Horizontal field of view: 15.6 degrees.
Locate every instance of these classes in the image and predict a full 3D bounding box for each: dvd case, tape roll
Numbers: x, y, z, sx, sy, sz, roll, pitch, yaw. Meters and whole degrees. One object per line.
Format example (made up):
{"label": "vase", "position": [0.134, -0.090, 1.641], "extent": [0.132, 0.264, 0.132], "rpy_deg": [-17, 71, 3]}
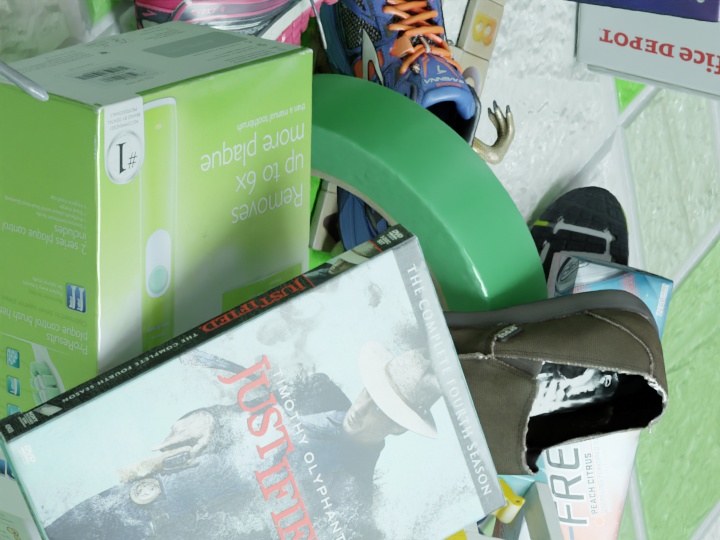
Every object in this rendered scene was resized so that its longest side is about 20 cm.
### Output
{"label": "dvd case", "position": [-0.043, 0.086, 1.144], "extent": [0.199, 0.022, 0.147], "rpy_deg": [-26, 116, -15]}
{"label": "tape roll", "position": [0.000, 0.000, 1.323], "extent": [0.048, 0.199, 0.202], "rpy_deg": [-40, 134, -38]}

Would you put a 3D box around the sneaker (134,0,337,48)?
{"label": "sneaker", "position": [-0.035, -0.167, 1.310], "extent": [0.200, 0.080, 0.075], "rpy_deg": [-52, 139, -29]}

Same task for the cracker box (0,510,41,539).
{"label": "cracker box", "position": [-0.140, 0.074, 1.278], "extent": [0.134, 0.057, 0.201], "rpy_deg": [-49, 139, -33]}

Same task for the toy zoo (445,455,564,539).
{"label": "toy zoo", "position": [0.042, 0.102, 1.418], "extent": [0.130, 0.201, 0.021], "rpy_deg": [16, 127, -23]}

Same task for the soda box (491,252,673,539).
{"label": "soda box", "position": [0.132, 0.094, 1.594], "extent": [0.068, 0.063, 0.202], "rpy_deg": [-156, -103, -79]}

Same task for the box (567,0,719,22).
{"label": "box", "position": [0.142, -0.220, 1.435], "extent": [0.104, 0.199, 0.149], "rpy_deg": [-12, 109, -54]}

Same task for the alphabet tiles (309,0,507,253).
{"label": "alphabet tiles", "position": [0.023, -0.103, 1.492], "extent": [0.167, 0.008, 0.202], "rpy_deg": [13, 92, -57]}

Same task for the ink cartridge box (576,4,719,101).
{"label": "ink cartridge box", "position": [0.216, -0.215, 1.605], "extent": [0.083, 0.146, 0.202], "rpy_deg": [-29, 127, -50]}

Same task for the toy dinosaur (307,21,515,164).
{"label": "toy dinosaur", "position": [0.034, -0.059, 1.439], "extent": [0.101, 0.058, 0.201], "rpy_deg": [-42, 103, -32]}

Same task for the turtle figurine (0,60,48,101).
{"label": "turtle figurine", "position": [-0.233, -0.067, 0.976], "extent": [0.193, 0.144, 0.201], "rpy_deg": [0, 61, -38]}

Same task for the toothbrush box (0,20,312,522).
{"label": "toothbrush box", "position": [-0.098, 0.002, 1.183], "extent": [0.145, 0.086, 0.202], "rpy_deg": [-20, 119, -49]}

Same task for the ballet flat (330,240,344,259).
{"label": "ballet flat", "position": [0.041, 0.014, 1.525], "extent": [0.062, 0.068, 0.200], "rpy_deg": [-41, 142, 6]}

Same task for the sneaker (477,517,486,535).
{"label": "sneaker", "position": [0.059, 0.119, 1.547], "extent": [0.199, 0.108, 0.071], "rpy_deg": [10, 96, -57]}

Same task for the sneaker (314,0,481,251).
{"label": "sneaker", "position": [0.029, -0.097, 1.363], "extent": [0.075, 0.078, 0.202], "rpy_deg": [-3, 82, -33]}

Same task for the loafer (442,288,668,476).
{"label": "loafer", "position": [0.056, 0.059, 1.220], "extent": [0.199, 0.071, 0.073], "rpy_deg": [-16, 125, -13]}

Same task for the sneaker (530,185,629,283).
{"label": "sneaker", "position": [0.131, 0.045, 1.675], "extent": [0.081, 0.073, 0.202], "rpy_deg": [-6, 108, -78]}
